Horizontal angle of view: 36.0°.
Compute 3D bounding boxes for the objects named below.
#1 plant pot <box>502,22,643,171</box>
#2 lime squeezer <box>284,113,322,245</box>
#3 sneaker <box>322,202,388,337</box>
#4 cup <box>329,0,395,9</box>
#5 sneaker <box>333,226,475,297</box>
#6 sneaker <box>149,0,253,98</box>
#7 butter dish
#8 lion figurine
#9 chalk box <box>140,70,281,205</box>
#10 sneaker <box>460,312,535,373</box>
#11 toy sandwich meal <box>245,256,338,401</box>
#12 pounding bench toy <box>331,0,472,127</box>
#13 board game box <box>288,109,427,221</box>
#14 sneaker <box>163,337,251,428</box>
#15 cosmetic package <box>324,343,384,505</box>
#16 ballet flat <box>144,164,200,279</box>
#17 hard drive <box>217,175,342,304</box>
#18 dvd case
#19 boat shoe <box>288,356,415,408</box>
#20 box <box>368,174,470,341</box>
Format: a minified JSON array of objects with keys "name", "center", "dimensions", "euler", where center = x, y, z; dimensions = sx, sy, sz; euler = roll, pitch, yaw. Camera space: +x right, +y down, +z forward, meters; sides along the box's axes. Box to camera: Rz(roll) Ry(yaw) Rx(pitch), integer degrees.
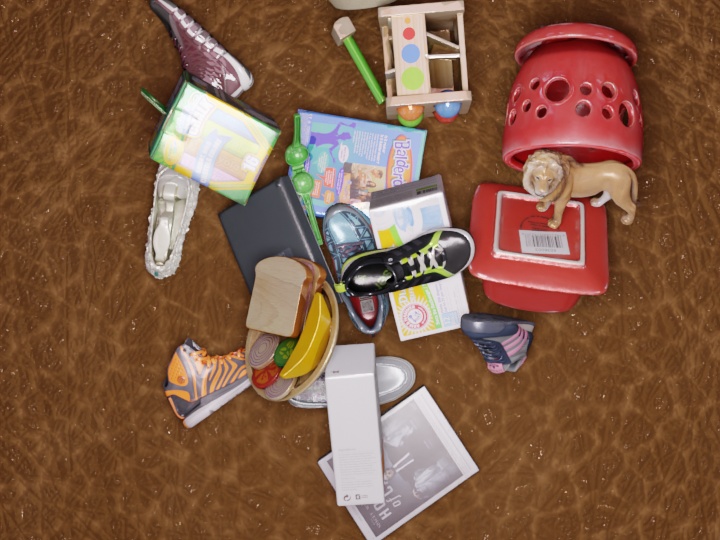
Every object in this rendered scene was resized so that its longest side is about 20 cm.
[{"name":"plant pot","center":[0.305,-0.239,1.573],"dimensions":[0.196,0.201,0.186],"euler":[5,80,3]},{"name":"lime squeezer","center":[-0.080,-0.140,1.608],"dimensions":[0.037,0.070,0.203],"euler":[-23,120,-27]},{"name":"sneaker","center":[0.000,0.000,1.605],"dimensions":[0.078,0.096,0.203],"euler":[-18,105,5]},{"name":"cup","center":[0.000,-0.462,1.606],"dimensions":[0.196,0.201,0.146],"euler":[-7,113,2]},{"name":"sneaker","center":[0.062,0.001,1.496],"dimensions":[0.196,0.083,0.073],"euler":[-17,107,10]},{"name":"sneaker","center":[-0.265,-0.312,1.659],"dimensions":[0.200,0.076,0.116],"euler":[42,94,2]},{"name":"butter dish","center":[0.248,-0.010,1.599],"dimensions":[0.196,0.149,0.202],"euler":[8,45,3]},{"name":"lion figurine","center":[0.310,-0.121,1.522],"dimensions":[0.196,0.124,0.073],"euler":[-9,47,-14]},{"name":"chalk box","center":[-0.231,-0.201,1.592],"dimensions":[0.197,0.125,0.125],"euler":[26,100,-16]},{"name":"sneaker","center":[0.195,0.105,1.569],"dimensions":[0.069,0.199,0.084],"euler":[12,90,32]},{"name":"toy sandwich meal","center":[-0.108,0.078,1.542],"dimensions":[0.203,0.070,0.209],"euler":[-22,57,36]},{"name":"pounding bench toy","center":[0.058,-0.292,1.617],"dimensions":[0.196,0.124,0.159],"euler":[-4,89,3]},{"name":"board game box","center":[-0.008,-0.147,1.655],"dimensions":[0.196,0.045,0.155],"euler":[10,89,3]},{"name":"sneaker","center":[-0.210,0.135,1.642],"dimensions":[0.199,0.078,0.113],"euler":[-35,88,1]},{"name":"cosmetic package","center":[-0.006,0.217,1.563],"dimensions":[0.070,0.102,0.204],"euler":[-4,111,3]},{"name":"ballet flat","center":[-0.283,-0.088,1.658],"dimensions":[0.070,0.072,0.204],"euler":[8,88,3]},{"name":"hard drive","center":[-0.121,-0.020,1.632],"dimensions":[0.138,0.033,0.203],"euler":[-25,87,35]},{"name":"dvd case","center":[0.056,0.290,1.652],"dimensions":[0.198,0.025,0.152],"euler":[-35,87,1]},{"name":"boat shoe","center":[-0.016,0.172,1.634],"dimensions":[0.197,0.072,0.072],"euler":[-9,88,2]},{"name":"box","center":[0.086,-0.017,1.588],"dimensions":[0.110,0.102,0.204],"euler":[-13,107,7]}]
